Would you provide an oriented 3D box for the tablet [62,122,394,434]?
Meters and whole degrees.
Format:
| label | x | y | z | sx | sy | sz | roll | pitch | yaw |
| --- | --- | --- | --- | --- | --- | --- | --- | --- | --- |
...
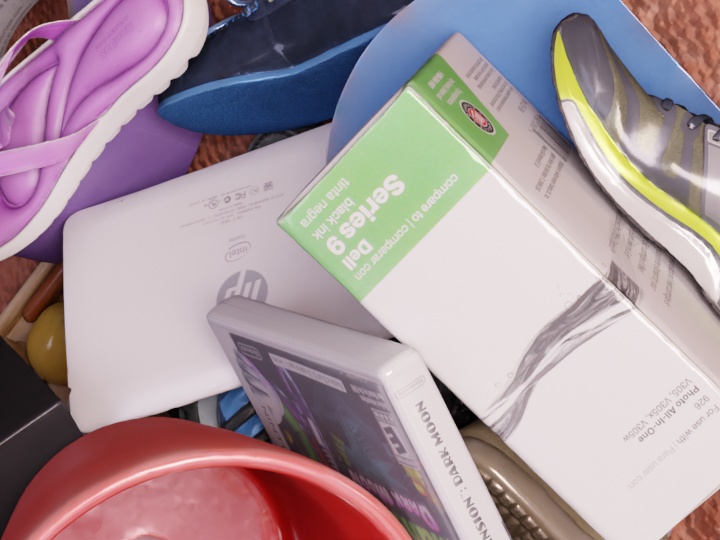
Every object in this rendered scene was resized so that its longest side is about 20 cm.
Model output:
| label | x | y | z | sx | sy | sz | roll | pitch | yaw |
| --- | --- | --- | --- | --- | --- | --- | --- | --- | --- |
| tablet | -0.057 | -0.003 | 1.035 | 0.199 | 0.014 | 0.131 | -19 | 57 | 17 |

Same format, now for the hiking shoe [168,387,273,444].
| label | x | y | z | sx | sy | sz | roll | pitch | yaw |
| --- | --- | --- | --- | --- | --- | --- | --- | --- | --- |
| hiking shoe | -0.054 | 0.081 | 1.074 | 0.074 | 0.086 | 0.201 | 154 | 125 | -75 |

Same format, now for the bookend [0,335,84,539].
| label | x | y | z | sx | sy | sz | roll | pitch | yaw |
| --- | --- | --- | --- | --- | --- | --- | --- | --- | --- |
| bookend | -0.216 | 0.056 | 1.042 | 0.200 | 0.092 | 0.199 | 36 | 156 | 50 |

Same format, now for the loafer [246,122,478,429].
| label | x | y | z | sx | sy | sz | roll | pitch | yaw |
| --- | --- | --- | --- | --- | --- | --- | --- | --- | --- |
| loafer | 0.000 | 0.000 | 1.049 | 0.201 | 0.070 | 0.068 | 54 | 126 | 23 |

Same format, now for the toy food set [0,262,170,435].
| label | x | y | z | sx | sy | sz | roll | pitch | yaw |
| --- | --- | --- | --- | --- | --- | --- | --- | --- | --- |
| toy food set | -0.167 | 0.041 | 1.189 | 0.200 | 0.060 | 0.144 | -50 | 56 | 26 |

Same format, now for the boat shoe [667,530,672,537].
| label | x | y | z | sx | sy | sz | roll | pitch | yaw |
| --- | --- | --- | --- | --- | --- | --- | --- | --- | --- |
| boat shoe | 0.067 | 0.138 | 1.020 | 0.200 | 0.056 | 0.069 | -31 | 76 | 41 |

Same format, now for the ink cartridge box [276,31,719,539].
| label | x | y | z | sx | sy | sz | roll | pitch | yaw |
| --- | --- | --- | --- | --- | --- | --- | --- | --- | --- |
| ink cartridge box | 0.075 | 0.007 | 0.877 | 0.200 | 0.146 | 0.084 | 44 | 107 | -2 |

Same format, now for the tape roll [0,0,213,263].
| label | x | y | z | sx | sy | sz | roll | pitch | yaw |
| --- | --- | --- | --- | --- | --- | --- | --- | --- | --- |
| tape roll | -0.181 | -0.109 | 1.150 | 0.199 | 0.085 | 0.201 | -8 | 76 | 32 |

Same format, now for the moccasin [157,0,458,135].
| label | x | y | z | sx | sy | sz | roll | pitch | yaw |
| --- | --- | --- | --- | --- | --- | --- | --- | --- | --- |
| moccasin | -0.017 | -0.118 | 1.027 | 0.199 | 0.080 | 0.069 | -15 | 68 | 35 |

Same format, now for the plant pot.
| label | x | y | z | sx | sy | sz | roll | pitch | yaw |
| --- | --- | --- | --- | --- | --- | --- | --- | --- | --- |
| plant pot | -0.081 | 0.152 | 0.928 | 0.177 | 0.199 | 0.202 | -146 | 55 | -72 |

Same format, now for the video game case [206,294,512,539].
| label | x | y | z | sx | sy | sz | roll | pitch | yaw |
| --- | --- | --- | --- | --- | --- | --- | --- | --- | --- |
| video game case | 0.013 | 0.102 | 0.914 | 0.183 | 0.023 | 0.200 | 63 | 161 | -16 |

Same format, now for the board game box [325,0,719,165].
| label | x | y | z | sx | sy | sz | roll | pitch | yaw |
| --- | --- | --- | --- | --- | --- | --- | --- | --- | --- |
| board game box | 0.087 | -0.045 | 0.961 | 0.158 | 0.039 | 0.200 | -43 | 93 | 18 |

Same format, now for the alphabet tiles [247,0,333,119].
| label | x | y | z | sx | sy | sz | roll | pitch | yaw |
| --- | --- | --- | --- | --- | --- | --- | --- | --- | --- |
| alphabet tiles | 0.017 | -0.149 | 1.053 | 0.200 | 0.008 | 0.167 | 55 | 128 | 22 |

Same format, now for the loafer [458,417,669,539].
| label | x | y | z | sx | sy | sz | roll | pitch | yaw |
| --- | --- | --- | --- | --- | --- | --- | --- | --- | --- |
| loafer | 0.112 | 0.134 | 0.932 | 0.200 | 0.068 | 0.076 | 49 | 141 | -14 |

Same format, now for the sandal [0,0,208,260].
| label | x | y | z | sx | sy | sz | roll | pitch | yaw |
| --- | --- | --- | --- | --- | --- | --- | --- | --- | --- |
| sandal | -0.159 | -0.085 | 1.048 | 0.203 | 0.050 | 0.083 | -45 | 58 | 21 |

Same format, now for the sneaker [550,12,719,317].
| label | x | y | z | sx | sy | sz | roll | pitch | yaw |
| --- | --- | --- | --- | --- | --- | --- | --- | --- | --- |
| sneaker | 0.158 | -0.038 | 0.888 | 0.081 | 0.074 | 0.200 | -43 | 91 | 14 |
